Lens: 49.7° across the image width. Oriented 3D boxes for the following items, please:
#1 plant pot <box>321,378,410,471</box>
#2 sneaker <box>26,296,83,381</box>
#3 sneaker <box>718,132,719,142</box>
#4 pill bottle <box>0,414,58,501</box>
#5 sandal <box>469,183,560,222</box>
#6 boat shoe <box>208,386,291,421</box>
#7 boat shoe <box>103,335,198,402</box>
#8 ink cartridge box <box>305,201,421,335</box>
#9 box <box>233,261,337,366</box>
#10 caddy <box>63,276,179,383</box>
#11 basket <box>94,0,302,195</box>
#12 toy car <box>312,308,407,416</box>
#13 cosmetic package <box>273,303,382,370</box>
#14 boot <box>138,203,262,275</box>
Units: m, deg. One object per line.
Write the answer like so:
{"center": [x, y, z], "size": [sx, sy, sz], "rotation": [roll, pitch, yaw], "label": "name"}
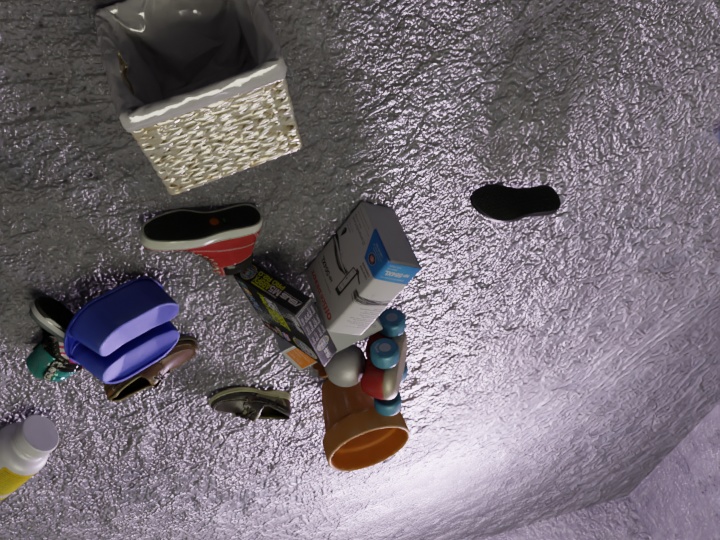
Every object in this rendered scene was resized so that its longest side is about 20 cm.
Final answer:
{"center": [-0.008, 0.337, 1.814], "size": [0.199, 0.184, 0.201], "rotation": [-15, 145, -11], "label": "plant pot"}
{"center": [-0.532, 0.126, 1.339], "size": [0.120, 0.084, 0.200], "rotation": [-34, 146, -1], "label": "sneaker"}
{"center": [0.796, -0.306, 1.516], "size": [0.200, 0.066, 0.078], "rotation": [-36, 139, 19], "label": "sneaker"}
{"center": [-0.693, 0.372, 1.543], "size": [0.200, 0.112, 0.111], "rotation": [-37, 143, 21], "label": "pill bottle"}
{"center": [0.291, -0.121, 1.478], "size": [0.199, 0.076, 0.048], "rotation": [-3, 158, -26], "label": "sandal"}
{"center": [-0.240, 0.305, 1.746], "size": [0.199, 0.065, 0.073], "rotation": [4, 139, -32], "label": "boat shoe"}
{"center": [-0.401, 0.196, 1.509], "size": [0.199, 0.068, 0.072], "rotation": [-26, 144, 2], "label": "boat shoe"}
{"center": [0.000, 0.000, 1.406], "size": [0.084, 0.147, 0.200], "rotation": [10, 134, -39], "label": "ink cartridge box"}
{"center": [-0.135, 0.079, 1.427], "size": [0.044, 0.160, 0.200], "rotation": [-49, 150, -18], "label": "box"}
{"center": [-0.402, 0.096, 1.318], "size": [0.199, 0.105, 0.142], "rotation": [-31, 145, -40], "label": "caddy"}
{"center": [-0.191, -0.233, 0.953], "size": [0.199, 0.199, 0.161], "rotation": [-21, 149, -2], "label": "basket"}
{"center": [-0.004, 0.193, 1.692], "size": [0.198, 0.178, 0.185], "rotation": [5, 132, 11], "label": "toy car"}
{"center": [-0.067, 0.117, 1.590], "size": [0.199, 0.072, 0.102], "rotation": [-28, 145, 6], "label": "cosmetic package"}
{"center": [-0.266, -0.032, 1.286], "size": [0.199, 0.073, 0.145], "rotation": [-9, 144, -25], "label": "boot"}
